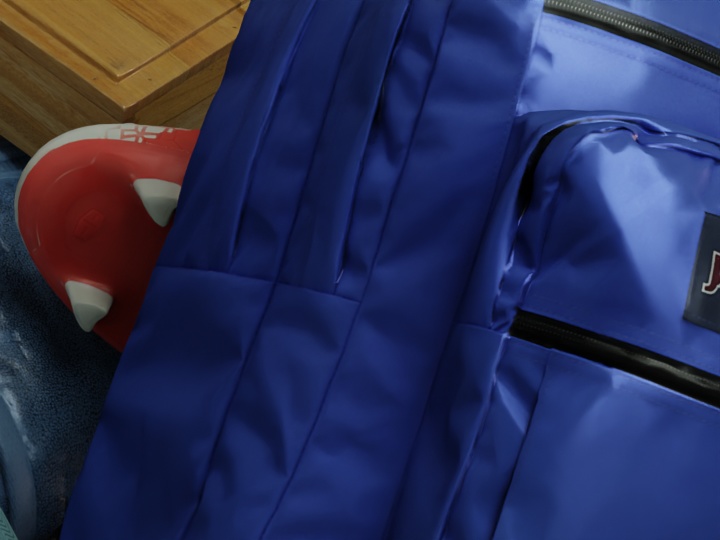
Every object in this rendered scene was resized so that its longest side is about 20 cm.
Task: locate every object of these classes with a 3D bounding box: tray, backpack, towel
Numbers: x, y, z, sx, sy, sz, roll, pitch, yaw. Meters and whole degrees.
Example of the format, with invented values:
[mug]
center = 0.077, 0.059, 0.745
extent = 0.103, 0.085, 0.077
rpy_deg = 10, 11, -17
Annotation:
[tray]
center = -0.118, -0.106, 0.809
extent = 0.200, 0.037, 0.099
rpy_deg = 35, 39, 14
[backpack]
center = 0.048, 0.014, 0.645
extent = 0.162, 0.168, 0.201
rpy_deg = 22, 79, -30
[towel]
center = -0.058, 0.008, 0.788
extent = 0.200, 0.049, 0.112
rpy_deg = -17, 69, -45

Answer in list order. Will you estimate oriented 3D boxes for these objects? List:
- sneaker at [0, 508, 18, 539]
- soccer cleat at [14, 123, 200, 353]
[sneaker]
center = -0.159, 0.065, 0.646
extent = 0.200, 0.130, 0.080
rpy_deg = 53, 10, -40
[soccer cleat]
center = 0.000, 0.000, 0.764
extent = 0.199, 0.069, 0.085
rpy_deg = 18, 33, -23
